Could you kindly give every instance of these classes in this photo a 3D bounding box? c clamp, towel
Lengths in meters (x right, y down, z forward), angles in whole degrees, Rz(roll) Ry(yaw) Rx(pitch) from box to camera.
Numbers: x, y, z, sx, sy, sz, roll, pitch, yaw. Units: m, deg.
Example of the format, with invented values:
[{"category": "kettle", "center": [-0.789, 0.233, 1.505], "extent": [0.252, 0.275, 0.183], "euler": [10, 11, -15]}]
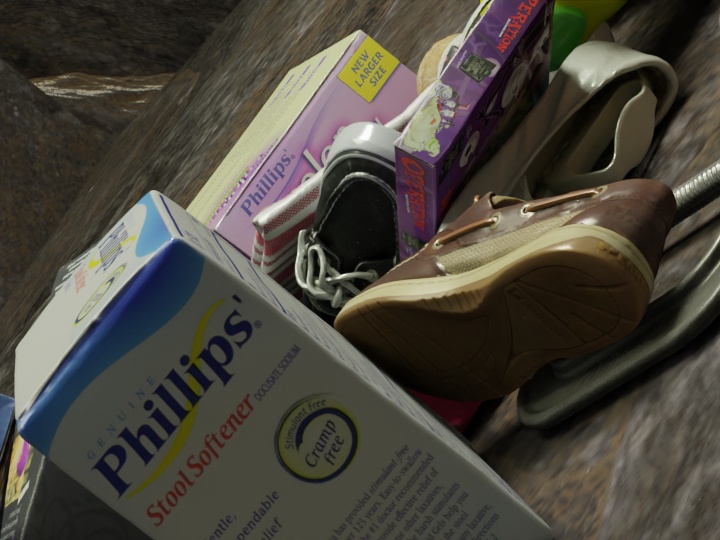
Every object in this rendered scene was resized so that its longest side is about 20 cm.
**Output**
[{"category": "c clamp", "center": [0.126, -0.010, 1.062], "extent": [0.200, 0.027, 0.171], "euler": [-34, 22, 56]}, {"category": "towel", "center": [-0.013, -0.031, 1.443], "extent": [0.146, 0.030, 0.200], "euler": [-39, -15, -19]}]

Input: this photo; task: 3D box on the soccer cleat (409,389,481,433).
[{"category": "soccer cleat", "center": [-0.010, 0.086, 1.196], "extent": [0.200, 0.070, 0.086], "euler": [-50, 14, 11]}]

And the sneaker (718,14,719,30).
[{"category": "sneaker", "center": [0.192, -0.196, 1.170], "extent": [0.078, 0.112, 0.200], "euler": [-38, 17, 51]}]

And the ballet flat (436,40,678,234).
[{"category": "ballet flat", "center": [0.096, -0.038, 1.210], "extent": [0.200, 0.069, 0.069], "euler": [-56, 11, -22]}]

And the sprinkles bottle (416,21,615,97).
[{"category": "sprinkles bottle", "center": [0.090, -0.120, 1.459], "extent": [0.068, 0.068, 0.200], "euler": [-54, 11, -9]}]

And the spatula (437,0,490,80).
[{"category": "spatula", "center": [0.063, -0.126, 1.246], "extent": [0.057, 0.021, 0.200], "euler": [-73, 7, -85]}]

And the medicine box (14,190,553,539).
[{"category": "medicine box", "center": [-0.039, 0.071, 1.024], "extent": [0.103, 0.200, 0.182], "euler": [-51, 11, 1]}]

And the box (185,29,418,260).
[{"category": "box", "center": [-0.039, -0.062, 1.737], "extent": [0.176, 0.097, 0.200], "euler": [-54, 10, -13]}]

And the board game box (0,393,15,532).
[{"category": "board game box", "center": [-0.206, 0.156, 1.196], "extent": [0.200, 0.035, 0.136], "euler": [112, 172, -63]}]

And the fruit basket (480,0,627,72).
[{"category": "fruit basket", "center": [0.115, -0.218, 1.313], "extent": [0.215, 0.156, 0.216], "euler": [-12, 46, 13]}]

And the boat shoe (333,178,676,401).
[{"category": "boat shoe", "center": [0.065, 0.003, 1.066], "extent": [0.200, 0.072, 0.072], "euler": [-25, 28, 55]}]

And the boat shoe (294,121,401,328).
[{"category": "boat shoe", "center": [-0.003, -0.001, 1.334], "extent": [0.199, 0.074, 0.068], "euler": [108, -172, -57]}]

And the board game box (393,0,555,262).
[{"category": "board game box", "center": [0.059, -0.055, 1.257], "extent": [0.120, 0.032, 0.200], "euler": [-52, -18, -20]}]

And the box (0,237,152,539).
[{"category": "box", "center": [-0.127, 0.098, 1.358], "extent": [0.106, 0.122, 0.200], "euler": [156, 129, -68]}]
